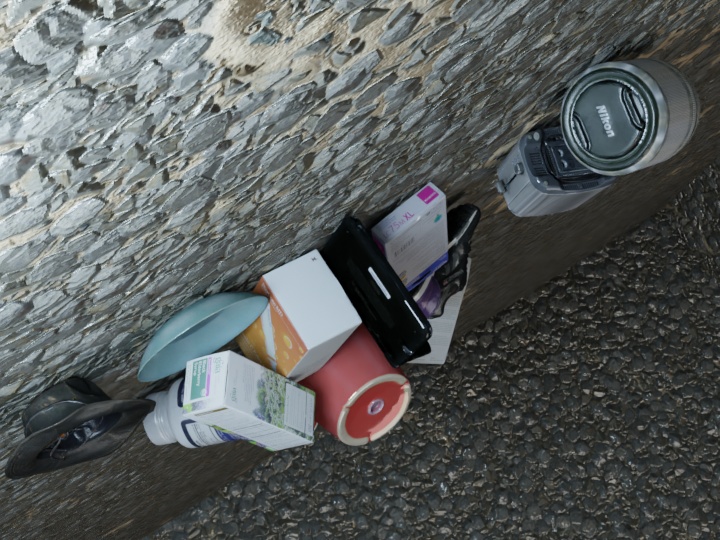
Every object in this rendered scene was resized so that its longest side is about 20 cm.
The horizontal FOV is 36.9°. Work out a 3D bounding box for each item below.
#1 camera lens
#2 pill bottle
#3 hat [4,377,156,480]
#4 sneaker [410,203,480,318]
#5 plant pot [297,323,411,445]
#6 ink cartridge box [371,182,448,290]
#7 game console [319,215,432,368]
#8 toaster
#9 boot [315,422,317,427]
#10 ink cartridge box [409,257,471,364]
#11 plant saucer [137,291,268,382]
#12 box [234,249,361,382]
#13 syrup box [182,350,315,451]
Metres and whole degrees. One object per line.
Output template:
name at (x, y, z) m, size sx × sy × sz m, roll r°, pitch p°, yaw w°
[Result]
camera lens at (0.399, -0.229, 1.588) m, size 0.160 × 0.160 × 0.200 m, roll -42°, pitch 166°, yaw 35°
pill bottle at (-0.230, 0.213, 1.669) m, size 0.199 × 0.112 × 0.111 m, roll -12°, pitch 174°, yaw 14°
hat at (-0.364, 0.183, 1.356) m, size 0.200 × 0.081 × 0.201 m, roll -29°, pitch 160°, yaw -11°
sneaker at (0.146, -0.014, 1.790) m, size 0.200 × 0.087 × 0.076 m, roll -55°, pitch -150°, yaw -2°
plant pot at (-0.024, 0.169, 1.723) m, size 0.200 × 0.177 × 0.201 m, roll -23°, pitch 135°, yaw -25°
ink cartridge box at (0.078, -0.039, 1.638) m, size 0.119 × 0.042 × 0.200 m, roll -39°, pitch 153°, yaw -13°
game console at (0.044, 0.023, 1.531) m, size 0.116 × 0.200 × 0.176 m, roll -27°, pitch 167°, yaw -33°
toaster at (0.315, -0.157, 1.721) m, size 0.199 × 0.114 × 0.129 m, roll -11°, pitch 164°, yaw -24°
boot at (-0.165, 0.223, 1.839) m, size 0.144 × 0.199 × 0.073 m, roll 107°, pitch 5°, yaw -71°
ink cartridge box at (0.109, 0.062, 1.884) m, size 0.160 × 0.047 × 0.201 m, roll 8°, pitch 98°, yaw -48°
plant saucer at (-0.216, 0.077, 1.431) m, size 0.200 × 0.039 × 0.201 m, roll -33°, pitch 168°, yaw -8°
box at (-0.098, 0.079, 1.553) m, size 0.097 × 0.125 × 0.200 m, roll -27°, pitch 167°, yaw -30°
syrup box at (-0.152, 0.185, 1.506) m, size 0.081 × 0.079 × 0.200 m, roll -17°, pitch 149°, yaw 32°
